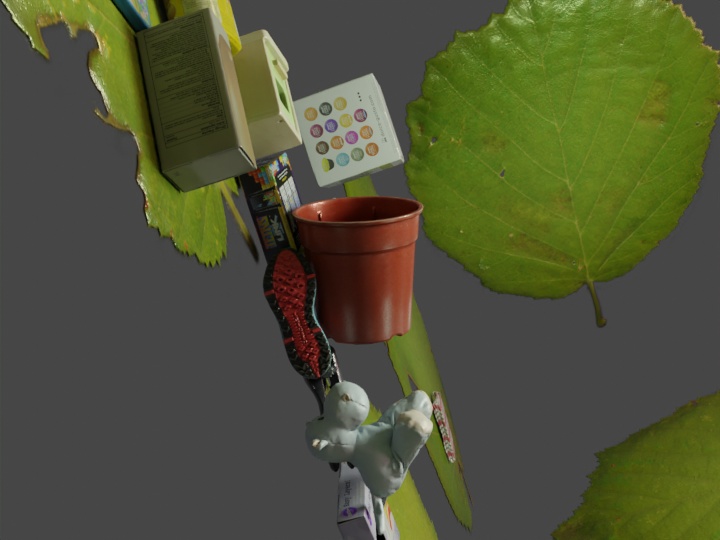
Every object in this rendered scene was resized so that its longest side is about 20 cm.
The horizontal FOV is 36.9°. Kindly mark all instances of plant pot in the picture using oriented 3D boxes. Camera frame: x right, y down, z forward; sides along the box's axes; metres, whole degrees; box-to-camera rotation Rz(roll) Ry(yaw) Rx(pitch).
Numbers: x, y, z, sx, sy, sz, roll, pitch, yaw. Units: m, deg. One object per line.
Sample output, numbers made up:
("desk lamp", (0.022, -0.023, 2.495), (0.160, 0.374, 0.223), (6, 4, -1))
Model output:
("plant pot", (0.000, 0.000, 1.661), (0.201, 0.200, 0.196), (-77, 165, -75))

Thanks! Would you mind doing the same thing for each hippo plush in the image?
("hippo plush", (-0.001, 0.245, 1.591), (0.159, 0.161, 0.200), (-109, -136, -83))

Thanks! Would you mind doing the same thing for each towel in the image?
("towel", (0.261, 0.492, 3.403), (0.146, 0.030, 0.200), (-67, 141, -79))

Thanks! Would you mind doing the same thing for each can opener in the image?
("can opener", (-0.042, 0.211, 1.673), (0.079, 0.063, 0.200), (30, 43, -80))

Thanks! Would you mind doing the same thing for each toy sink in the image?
("toy sink", (-0.171, -0.293, 1.677), (0.130, 0.112, 0.200), (52, 22, -71))

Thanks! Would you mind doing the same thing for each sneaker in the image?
("sneaker", (-0.101, 0.067, 1.617), (0.096, 0.079, 0.200), (127, -48, -78))

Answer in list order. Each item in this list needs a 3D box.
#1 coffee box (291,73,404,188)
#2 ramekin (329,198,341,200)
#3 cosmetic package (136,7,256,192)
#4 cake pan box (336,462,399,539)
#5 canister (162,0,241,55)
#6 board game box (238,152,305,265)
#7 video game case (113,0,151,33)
("coffee box", (-0.026, -0.310, 2.443), (0.200, 0.197, 0.200), (-41, 112, -84))
("ramekin", (-0.033, -0.027, 1.839), (0.200, 0.098, 0.201), (-162, -90, -80))
("cosmetic package", (-0.200, -0.207, 1.316), (0.071, 0.105, 0.200), (54, 22, -68))
("cake pan box", (0.014, 0.409, 1.700), (0.200, 0.052, 0.184), (-87, 156, -68))
("canister", (-0.241, -0.411, 1.546), (0.149, 0.086, 0.200), (16, 59, -81))
("board game box", (-0.133, -0.096, 1.738), (0.200, 0.057, 0.166), (-72, 146, -78))
("video game case", (-0.304, -0.406, 1.323), (0.143, 0.018, 0.200), (55, 19, -64))
